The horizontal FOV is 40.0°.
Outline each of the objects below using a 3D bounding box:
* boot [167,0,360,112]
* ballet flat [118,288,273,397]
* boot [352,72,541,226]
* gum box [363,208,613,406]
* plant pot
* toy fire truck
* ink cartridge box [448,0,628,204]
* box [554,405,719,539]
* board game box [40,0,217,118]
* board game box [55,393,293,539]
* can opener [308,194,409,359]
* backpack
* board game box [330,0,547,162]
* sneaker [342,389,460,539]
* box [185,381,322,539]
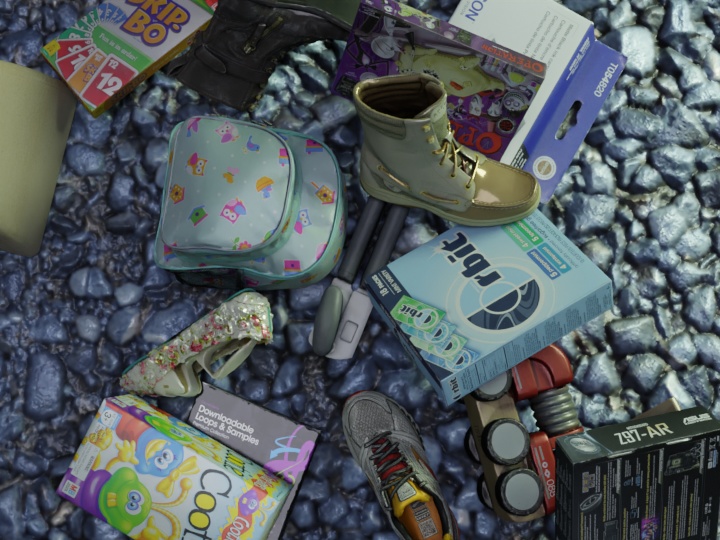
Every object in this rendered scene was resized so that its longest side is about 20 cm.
[{"bbox_3d":[-0.093,-0.240,1.068,0.197,0.175,0.070,16,46,-19],"label":"boot"},{"bbox_3d":[-0.172,0.092,1.037,0.199,0.075,0.065,-34,69,19],"label":"ballet flat"},{"bbox_3d":[0.089,-0.122,1.002,0.196,0.156,0.073,12,60,12],"label":"boot"},{"bbox_3d":[0.127,0.022,1.012,0.198,0.045,0.170,-29,45,-10],"label":"gum box"},{"bbox_3d":[-0.442,-0.144,1.052,0.196,0.177,0.204,12,83,4],"label":"plant pot"},{"bbox_3d":[0.211,0.148,1.019,0.196,0.129,0.179,-14,81,-11],"label":"toy fire truck"},{"bbox_3d":[0.171,-0.208,1.100,0.198,0.041,0.202,30,85,6],"label":"ink cartridge box"},{"bbox_3d":[0.271,0.243,0.968,0.157,0.044,0.203,-11,115,-10],"label":"box"},{"bbox_3d":[-0.254,-0.271,1.122,0.199,0.030,0.096,-41,83,-15],"label":"board game box"},{"bbox_3d":[-0.181,0.219,0.989,0.198,0.103,0.106,28,87,5],"label":"board game box"},{"bbox_3d":[0.000,0.000,1.066,0.053,0.067,0.203,22,84,6],"label":"can opener"},{"bbox_3d":[-0.110,-0.069,1.042,0.196,0.153,0.179,7,77,0],"label":"backpack"},{"bbox_3d":[0.077,-0.196,1.013,0.197,0.121,0.033,21,52,-3],"label":"board game box"},{"bbox_3d":[0.046,0.213,1.028,0.077,0.082,0.202,-31,81,-2],"label":"sneaker"},{"bbox_3d":[-0.140,0.239,1.057,0.141,0.036,0.203,22,85,4],"label":"box"}]
